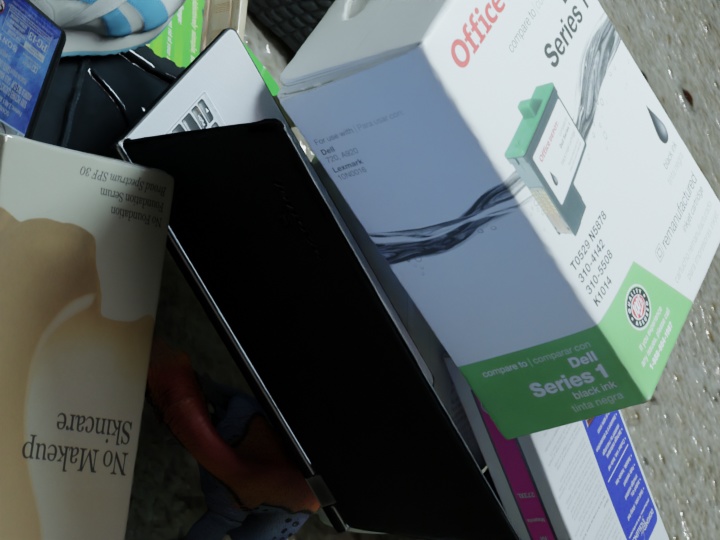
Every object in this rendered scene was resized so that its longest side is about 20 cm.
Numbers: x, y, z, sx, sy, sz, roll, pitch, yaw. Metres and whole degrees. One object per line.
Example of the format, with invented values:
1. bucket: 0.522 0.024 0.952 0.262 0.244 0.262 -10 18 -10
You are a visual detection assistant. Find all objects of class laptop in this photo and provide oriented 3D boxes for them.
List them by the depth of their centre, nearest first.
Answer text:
1. laptop: 0.000 0.000 1.025 0.187 0.116 0.200 61 29 -16

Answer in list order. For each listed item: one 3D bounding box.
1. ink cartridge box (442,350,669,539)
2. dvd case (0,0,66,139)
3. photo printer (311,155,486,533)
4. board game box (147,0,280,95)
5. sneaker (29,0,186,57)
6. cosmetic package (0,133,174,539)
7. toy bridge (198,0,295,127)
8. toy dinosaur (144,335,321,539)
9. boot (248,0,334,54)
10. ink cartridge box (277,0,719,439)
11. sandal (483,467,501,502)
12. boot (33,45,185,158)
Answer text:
1. ink cartridge box: 0.103 0.097 1.267 0.200 0.037 0.095 66 33 -22
2. dvd case: -0.181 -0.031 0.949 0.143 0.018 0.200 41 61 -55
3. photo printer: 0.026 0.008 1.258 0.166 0.069 0.200 -36 128 -62
4. board game box: -0.111 -0.125 1.257 0.200 0.030 0.096 47 34 -26
5. sneaker: -0.113 -0.141 1.093 0.077 0.081 0.200 47 29 5
6. cosmetic package: -0.137 0.053 0.944 0.105 0.071 0.200 10 86 -56
7. toy bridge: -0.045 -0.069 1.145 0.067 0.027 0.200 -19 99 -60
8. toy dinosaur: -0.045 0.068 1.083 0.181 0.200 0.105 143 -61 -74
9. boot: -0.017 -0.172 1.426 0.132 0.070 0.200 -66 137 -58
10. ink cartridge box: 0.069 -0.050 1.157 0.200 0.084 0.146 56 39 -23
11. sandal: 0.086 0.120 1.330 0.045 0.075 0.200 38 17 11
12. boot: -0.114 -0.031 1.122 0.200 0.076 0.168 41 32 -26
